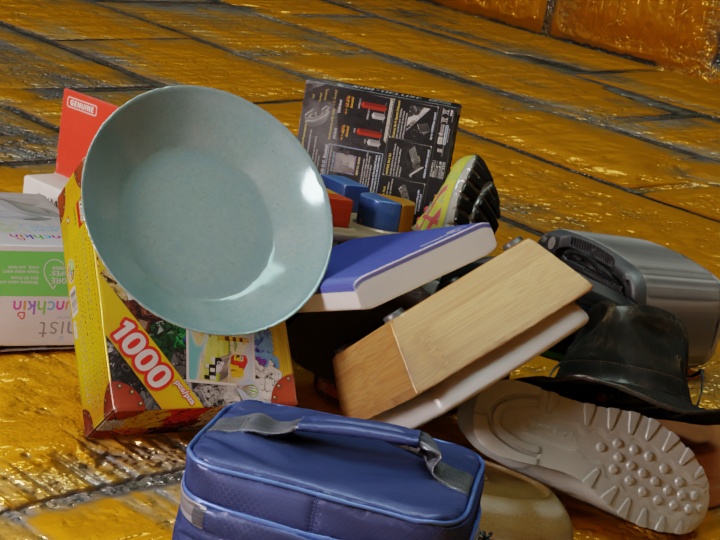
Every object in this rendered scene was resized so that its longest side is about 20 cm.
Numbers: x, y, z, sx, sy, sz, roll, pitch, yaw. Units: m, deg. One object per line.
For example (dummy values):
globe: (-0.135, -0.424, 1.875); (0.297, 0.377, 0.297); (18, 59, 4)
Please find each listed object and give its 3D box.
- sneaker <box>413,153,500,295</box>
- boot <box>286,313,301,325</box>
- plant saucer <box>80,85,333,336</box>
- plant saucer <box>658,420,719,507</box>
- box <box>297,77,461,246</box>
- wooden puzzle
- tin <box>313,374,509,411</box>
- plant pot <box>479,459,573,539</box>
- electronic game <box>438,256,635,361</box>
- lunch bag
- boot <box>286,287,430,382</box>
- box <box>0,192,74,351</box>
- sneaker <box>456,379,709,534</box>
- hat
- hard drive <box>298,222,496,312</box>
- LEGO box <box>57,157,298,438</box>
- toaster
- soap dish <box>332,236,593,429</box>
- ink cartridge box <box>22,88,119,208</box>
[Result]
sneaker: (0.070, -0.028, 1.615); (0.090, 0.201, 0.078); (4, -30, 36)
boot: (-0.123, 0.045, 1.418); (0.209, 0.080, 0.158); (-1, 18, -23)
plant saucer: (-0.118, -0.040, 1.249); (0.200, 0.203, 0.039); (0, -21, -27)
plant saucer: (0.222, 0.136, 1.369); (0.198, 0.038, 0.200); (8, 17, -3)
box: (0.008, -0.082, 1.683); (0.156, 0.202, 0.050); (10, 10, 6)
wooden puzzle: (-0.030, -0.059, 1.528); (0.199, 0.047, 0.185); (10, 9, -30)
tin: (0.047, 0.087, 1.440); (0.199, 0.042, 0.112); (-8, 19, -42)
plant pot: (0.056, 0.149, 1.175); (0.198, 0.028, 0.200); (14, 3, -1)
electronic game: (0.161, 0.041, 1.409); (0.199, 0.042, 0.200); (19, -15, 5)
lunch bag: (-0.013, 0.156, 1.015); (0.198, 0.133, 0.136); (11, 17, 8)
boot: (-0.010, 0.033, 1.423); (0.185, 0.065, 0.200); (8, 16, -26)
box: (-0.347, -0.001, 1.429); (0.199, 0.097, 0.176); (1, 16, -26)
sneaker: (0.167, 0.138, 1.250); (0.199, 0.077, 0.081); (27, -16, -5)
hat: (0.207, 0.068, 1.282); (0.199, 0.082, 0.201); (11, -6, 1)
hard drive: (0.000, 0.000, 1.326); (0.131, 0.026, 0.200); (-24, 9, -29)
LEGO box: (-0.142, 0.021, 1.280); (0.148, 0.202, 0.077); (-1, -21, -27)
toaster: (0.260, 0.031, 1.602); (0.128, 0.115, 0.200); (1, 16, -31)
soap dish: (0.067, 0.053, 1.248); (0.157, 0.082, 0.200); (-30, -2, -19)
ink cartridge box: (-0.233, -0.060, 1.539); (0.199, 0.175, 0.043); (21, 21, 36)
